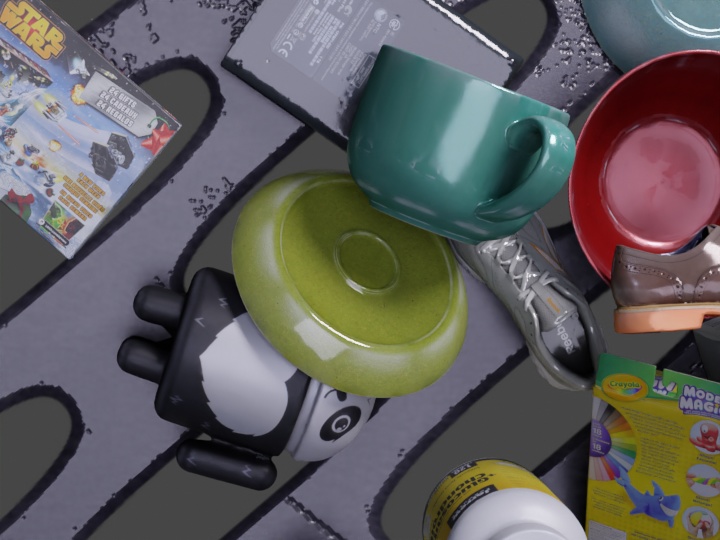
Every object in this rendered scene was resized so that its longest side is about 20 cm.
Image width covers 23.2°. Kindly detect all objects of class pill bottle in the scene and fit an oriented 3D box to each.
[{"bbox_3d":[0.112,0.213,1.327,0.111,0.200,0.113,0,94,-5],"label":"pill bottle"}]

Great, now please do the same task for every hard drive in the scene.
[{"bbox_3d":[0.010,-0.163,1.374,0.199,0.033,0.140,34,91,-6],"label":"hard drive"}]

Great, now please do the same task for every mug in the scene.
[{"bbox_3d":[0.066,-0.085,1.276,0.151,0.185,0.115,21,96,-3],"label":"mug"}]

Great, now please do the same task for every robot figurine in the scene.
[{"bbox_3d":[-0.084,0.071,1.336,0.198,0.125,0.151,18,129,-6],"label":"robot figurine"}]

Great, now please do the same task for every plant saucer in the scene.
[{"bbox_3d":[0.274,-0.237,1.389,0.199,0.039,0.203,0,95,-5],"label":"plant saucer"},{"bbox_3d":[0.000,0.000,1.323,0.198,0.031,0.202,16,52,-21],"label":"plant saucer"}]

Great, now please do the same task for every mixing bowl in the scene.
[{"bbox_3d":[0.249,-0.067,1.365,0.198,0.108,0.203,0,94,-4],"label":"mixing bowl"}]

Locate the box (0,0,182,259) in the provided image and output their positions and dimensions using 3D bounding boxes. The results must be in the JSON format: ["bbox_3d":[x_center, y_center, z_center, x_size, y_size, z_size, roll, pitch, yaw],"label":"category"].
[{"bbox_3d":[-0.255,-0.126,1.350,0.200,0.040,0.137,41,91,-7],"label":"box"}]

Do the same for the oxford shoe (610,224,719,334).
[{"bbox_3d":[0.282,0.000,1.286,0.198,0.071,0.074,-7,90,-4],"label":"oxford shoe"}]

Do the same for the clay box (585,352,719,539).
[{"bbox_3d":[0.235,0.152,1.347,0.114,0.048,0.202,15,123,25],"label":"clay box"}]

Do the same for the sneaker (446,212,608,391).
[{"bbox_3d":[0.136,0.009,1.368,0.075,0.092,0.201,-37,96,-1],"label":"sneaker"}]

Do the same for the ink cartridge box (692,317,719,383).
[{"bbox_3d":[0.366,0.094,1.340,0.144,0.200,0.146,-20,96,-4],"label":"ink cartridge box"}]
